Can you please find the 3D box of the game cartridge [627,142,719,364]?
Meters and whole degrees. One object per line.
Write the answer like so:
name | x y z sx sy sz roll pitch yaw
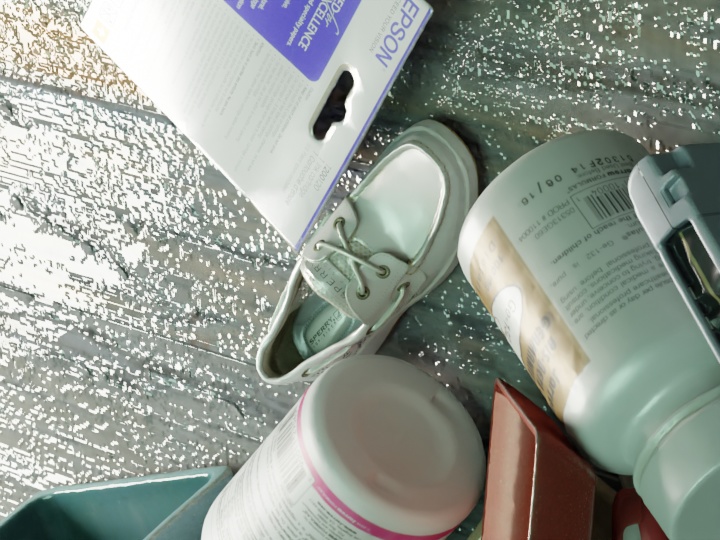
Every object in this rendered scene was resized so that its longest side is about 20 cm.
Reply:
game cartridge | 0.218 0.027 1.199 0.040 0.133 0.200 -47 61 43

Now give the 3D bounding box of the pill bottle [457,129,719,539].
pill bottle | 0.141 0.036 1.253 0.200 0.114 0.114 58 139 34

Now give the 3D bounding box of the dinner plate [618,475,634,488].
dinner plate | 0.211 0.091 1.303 0.200 0.024 0.201 11 109 34

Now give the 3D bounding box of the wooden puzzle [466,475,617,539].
wooden puzzle | 0.119 0.224 1.411 0.185 0.046 0.200 40 105 22

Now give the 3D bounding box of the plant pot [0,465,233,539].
plant pot | -0.163 0.266 1.619 0.196 0.196 0.200 -10 111 43

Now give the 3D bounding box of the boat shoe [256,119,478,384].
boat shoe | 0.000 0.000 1.429 0.071 0.069 0.200 46 131 18

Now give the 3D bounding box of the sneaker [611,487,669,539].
sneaker | 0.209 0.188 1.303 0.115 0.078 0.200 -20 106 15

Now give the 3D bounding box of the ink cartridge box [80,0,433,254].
ink cartridge box | -0.054 -0.145 1.427 0.200 0.043 0.198 47 133 17

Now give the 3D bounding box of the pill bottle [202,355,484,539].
pill bottle | -0.022 0.148 1.477 0.113 0.113 0.200 50 134 11

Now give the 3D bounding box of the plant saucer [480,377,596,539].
plant saucer | 0.088 0.167 1.306 0.037 0.200 0.200 4 95 -3
